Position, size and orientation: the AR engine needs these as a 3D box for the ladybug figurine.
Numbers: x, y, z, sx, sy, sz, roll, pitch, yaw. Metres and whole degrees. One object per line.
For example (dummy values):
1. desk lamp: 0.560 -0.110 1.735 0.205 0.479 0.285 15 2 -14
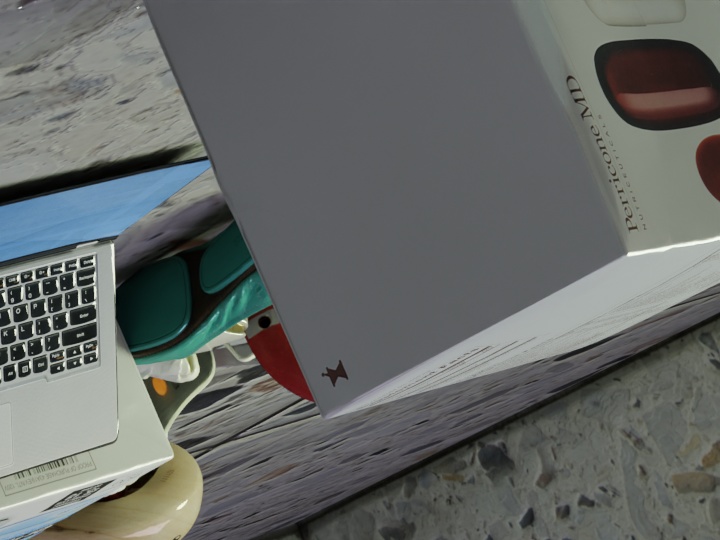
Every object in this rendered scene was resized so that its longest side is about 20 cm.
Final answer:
1. ladybug figurine: -0.222 0.198 1.982 0.200 0.072 0.136 5 -144 28

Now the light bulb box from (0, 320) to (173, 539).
1. light bulb box: -0.262 0.113 1.419 0.200 0.125 0.198 -31 168 39

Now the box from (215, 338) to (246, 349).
1. box: 0.000 0.000 1.693 0.156 0.041 0.200 -28 171 31

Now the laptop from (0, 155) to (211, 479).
1. laptop: -0.176 0.037 1.228 0.187 0.200 0.116 -15 -156 -39

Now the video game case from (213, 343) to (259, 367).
1. video game case: -0.034 0.053 1.803 0.200 0.018 0.143 -9 -179 -36

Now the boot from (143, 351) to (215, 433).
1. boot: -0.204 0.110 1.650 0.144 0.072 0.200 -25 -173 28

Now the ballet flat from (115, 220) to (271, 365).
1. ballet flat: -0.083 0.015 1.432 0.070 0.067 0.200 23 140 -36

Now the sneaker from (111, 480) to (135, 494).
1. sneaker: -0.195 0.132 1.852 0.130 0.080 0.199 -19 166 37

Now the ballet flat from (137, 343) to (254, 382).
1. ballet flat: -0.105 0.038 1.566 0.200 0.070 0.069 -23 171 0

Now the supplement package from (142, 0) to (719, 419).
1. supplement package: 0.056 -0.069 0.905 0.147 0.191 0.200 -29 170 33

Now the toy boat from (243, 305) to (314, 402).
1. toy boat: 0.017 0.002 1.471 0.200 0.131 0.131 -24 164 3
